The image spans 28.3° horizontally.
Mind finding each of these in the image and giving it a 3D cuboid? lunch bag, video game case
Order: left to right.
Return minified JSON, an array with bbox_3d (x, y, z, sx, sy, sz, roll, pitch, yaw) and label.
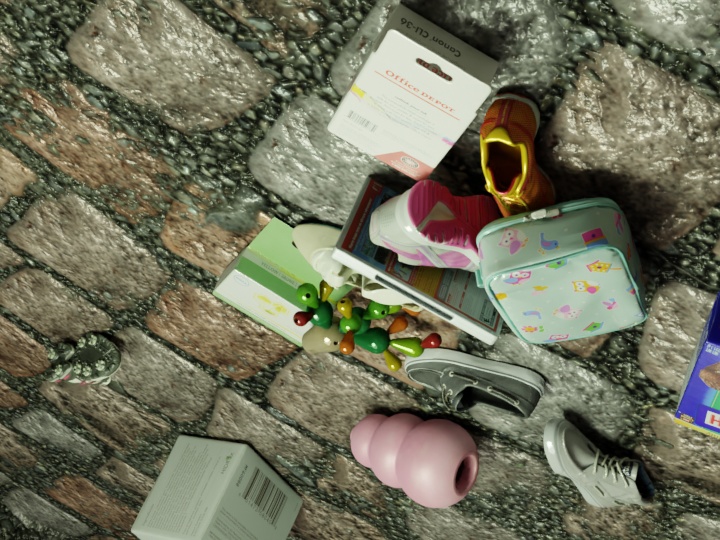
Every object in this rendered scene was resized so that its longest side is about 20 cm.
[{"bbox_3d":[0.074,-0.013,1.566,0.199,0.143,0.017,29,129,-5],"label":"video game case"},{"bbox_3d":[0.207,0.002,1.481,0.159,0.078,0.200,-11,150,17],"label":"lunch bag"}]

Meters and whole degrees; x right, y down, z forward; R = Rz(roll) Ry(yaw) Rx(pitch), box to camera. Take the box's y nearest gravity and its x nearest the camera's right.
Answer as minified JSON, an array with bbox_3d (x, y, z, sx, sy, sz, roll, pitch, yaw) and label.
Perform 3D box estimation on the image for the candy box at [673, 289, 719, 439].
[{"bbox_3d":[0.442,0.123,1.551,0.168,0.077,0.200,19,152,12],"label":"candy box"}]

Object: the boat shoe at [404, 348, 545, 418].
[{"bbox_3d":[0.140,0.154,1.860,0.199,0.067,0.070,11,148,25],"label":"boat shoe"}]

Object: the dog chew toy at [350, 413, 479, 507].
[{"bbox_3d":[0.070,0.262,2.048,0.199,0.125,0.125,14,150,36],"label":"dog chew toy"}]

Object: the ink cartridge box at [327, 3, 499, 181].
[{"bbox_3d":[0.055,-0.177,1.385,0.116,0.068,0.200,29,153,-6],"label":"ink cartridge box"}]

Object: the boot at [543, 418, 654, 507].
[{"bbox_3d":[0.320,0.253,1.887,0.095,0.074,0.200,-4,148,34],"label":"boot"}]

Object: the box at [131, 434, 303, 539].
[{"bbox_3d":[-0.246,0.423,2.479,0.170,0.201,0.199,3,145,39],"label":"box"}]

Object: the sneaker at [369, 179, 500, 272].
[{"bbox_3d":[0.082,-0.044,1.522,0.088,0.082,0.199,-10,159,37],"label":"sneaker"}]

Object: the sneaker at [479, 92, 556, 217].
[{"bbox_3d":[0.150,-0.092,1.439,0.073,0.077,0.200,9,149,25],"label":"sneaker"}]

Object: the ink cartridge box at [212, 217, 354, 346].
[{"bbox_3d":[-0.095,0.019,1.853,0.145,0.048,0.200,32,153,-10],"label":"ink cartridge box"}]

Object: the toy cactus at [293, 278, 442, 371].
[{"bbox_3d":[-0.013,0.079,1.794,0.199,0.103,0.165,15,154,-33],"label":"toy cactus"}]

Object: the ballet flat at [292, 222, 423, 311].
[{"bbox_3d":[0.000,0.000,1.721,0.199,0.070,0.070,19,151,12],"label":"ballet flat"}]

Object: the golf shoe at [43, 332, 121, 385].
[{"bbox_3d":[-0.434,0.150,2.338,0.088,0.078,0.199,22,161,-37],"label":"golf shoe"}]
